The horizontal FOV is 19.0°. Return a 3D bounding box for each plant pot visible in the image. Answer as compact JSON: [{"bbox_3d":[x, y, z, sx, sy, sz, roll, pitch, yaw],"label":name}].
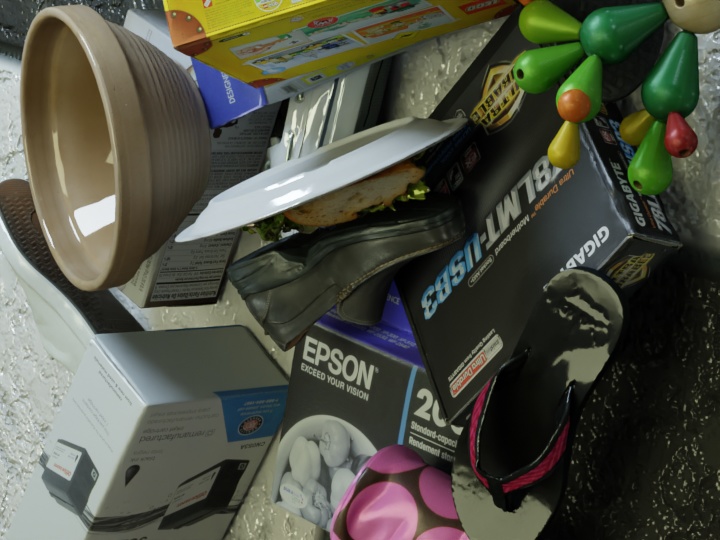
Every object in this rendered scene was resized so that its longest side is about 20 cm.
[{"bbox_3d":[-0.165,-0.090,1.513,0.201,0.093,0.201,33,127,58],"label":"plant pot"}]

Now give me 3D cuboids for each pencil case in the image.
[{"bbox_3d":[0.073,0.202,1.375,0.200,0.094,0.091,34,161,22],"label":"pencil case"}]

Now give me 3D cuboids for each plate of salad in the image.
[{"bbox_3d":[-0.021,-0.049,1.362,0.200,0.200,0.048,-15,101,47],"label":"plate of salad"}]

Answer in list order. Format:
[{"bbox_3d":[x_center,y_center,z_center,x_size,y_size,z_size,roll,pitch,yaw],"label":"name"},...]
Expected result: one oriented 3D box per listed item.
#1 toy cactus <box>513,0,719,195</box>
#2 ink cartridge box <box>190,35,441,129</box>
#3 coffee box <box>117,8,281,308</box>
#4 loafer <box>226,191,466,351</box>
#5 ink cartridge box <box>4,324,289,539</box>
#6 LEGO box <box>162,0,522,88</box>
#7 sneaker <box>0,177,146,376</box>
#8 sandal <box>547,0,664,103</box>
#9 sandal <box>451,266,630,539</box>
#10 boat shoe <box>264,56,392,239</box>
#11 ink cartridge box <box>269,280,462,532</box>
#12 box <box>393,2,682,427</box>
[{"bbox_3d":[0.163,-0.151,1.256,0.165,0.102,0.200,-22,80,6],"label":"toy cactus"},{"bbox_3d":[-0.045,-0.223,1.478,0.200,0.047,0.198,-20,74,12],"label":"ink cartridge box"},{"bbox_3d":[-0.141,-0.084,1.632,0.113,0.080,0.200,38,118,37],"label":"coffee box"},{"bbox_3d":[0.000,0.000,1.417,0.200,0.073,0.072,-18,99,47],"label":"loafer"},{"bbox_3d":[-0.158,0.145,1.616,0.084,0.145,0.200,47,125,34],"label":"ink cartridge box"},{"bbox_3d":[-0.009,-0.187,1.354,0.200,0.149,0.077,-15,81,15],"label":"LEGO box"},{"bbox_3d":[-0.251,0.021,1.747,0.200,0.073,0.085,56,135,13],"label":"sneaker"},{"bbox_3d":[0.136,-0.197,1.346,0.048,0.075,0.201,106,149,-75],"label":"sandal"},{"bbox_3d":[0.099,0.088,1.292,0.075,0.045,0.200,30,117,20],"label":"sandal"},{"bbox_3d":[-0.032,-0.079,1.515,0.067,0.074,0.200,18,95,17],"label":"boat shoe"},{"bbox_3d":[0.027,0.099,1.490,0.198,0.043,0.200,21,106,44],"label":"ink cartridge box"},{"bbox_3d":[0.096,-0.034,1.373,0.200,0.050,0.199,-49,44,36],"label":"box"}]
